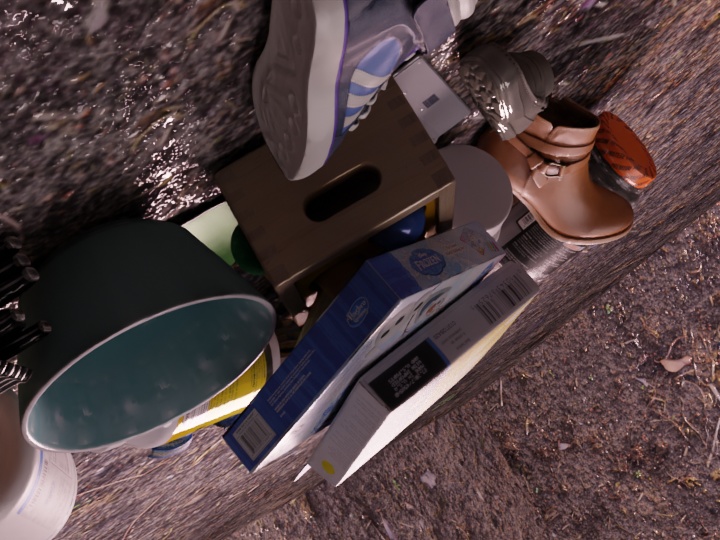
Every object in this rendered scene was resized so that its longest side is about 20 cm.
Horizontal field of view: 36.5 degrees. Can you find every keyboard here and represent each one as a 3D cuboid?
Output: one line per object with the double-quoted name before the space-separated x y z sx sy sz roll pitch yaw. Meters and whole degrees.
"keyboard" 0.054 -0.144 0.947 0.056 0.011 0.200 -41 166 10

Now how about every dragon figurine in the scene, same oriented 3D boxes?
"dragon figurine" -0.215 0.169 1.210 0.198 0.100 0.059 -25 164 -32

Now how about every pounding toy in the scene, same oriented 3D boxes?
"pounding toy" -0.023 -0.019 0.881 0.198 0.143 0.184 -30 167 -4

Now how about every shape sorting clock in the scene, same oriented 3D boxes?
"shape sorting clock" -0.057 0.063 1.211 0.197 0.040 0.200 -7 -174 1

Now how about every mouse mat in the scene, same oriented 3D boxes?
"mouse mat" -0.184 0.008 0.923 0.198 0.008 0.161 -30 166 -20

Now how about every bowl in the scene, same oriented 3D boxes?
"bowl" -0.172 0.037 0.809 0.199 0.106 0.201 -26 157 -12

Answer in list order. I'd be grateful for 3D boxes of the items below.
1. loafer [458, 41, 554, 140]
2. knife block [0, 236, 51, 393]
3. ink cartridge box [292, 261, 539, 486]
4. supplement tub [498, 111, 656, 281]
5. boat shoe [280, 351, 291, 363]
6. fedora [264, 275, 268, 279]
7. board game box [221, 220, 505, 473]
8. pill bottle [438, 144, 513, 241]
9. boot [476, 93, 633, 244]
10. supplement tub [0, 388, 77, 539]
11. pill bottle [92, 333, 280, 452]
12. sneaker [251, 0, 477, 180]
"loafer" 0.130 -0.163 0.937 0.070 0.070 0.200 -40 174 7
"knife block" -0.306 0.047 0.696 0.197 0.178 0.064 12 168 9
"ink cartridge box" 0.045 0.101 0.943 0.197 0.047 0.201 -36 164 -35
"supplement tub" 0.244 -0.088 1.299 0.200 0.123 0.122 -41 164 30
"boat shoe" -0.090 0.123 1.128 0.198 0.070 0.070 -9 164 42
"fedora" 0.000 0.000 1.052 0.201 0.198 0.083 60 50 -76
"board game box" 0.007 0.056 0.873 0.200 0.043 0.198 -50 165 27
"pill bottle" 0.079 -0.040 1.134 0.113 0.115 0.200 -27 165 -24
"boot" 0.218 -0.107 1.130 0.197 0.075 0.155 12 144 -9
"supplement tub" -0.316 0.169 0.911 0.131 0.133 0.200 -29 166 -14
"pill bottle" -0.178 0.099 1.026 0.199 0.113 0.112 -17 159 -49
"sneaker" 0.014 -0.143 0.695 0.145 0.081 0.201 -23 158 -21
